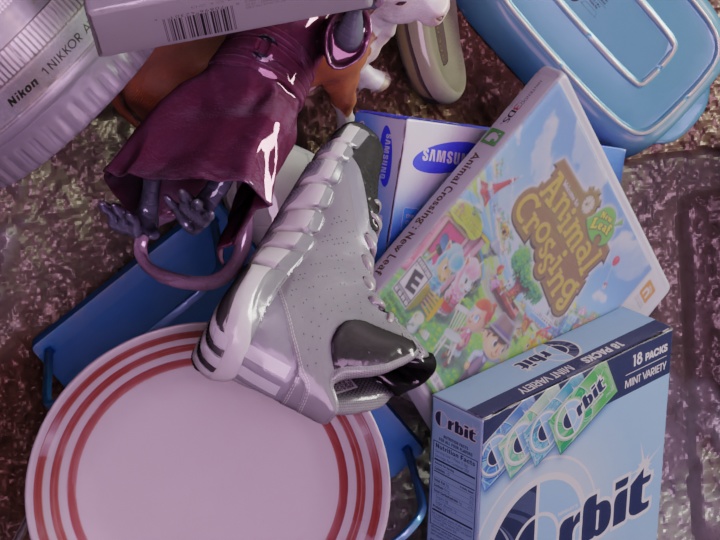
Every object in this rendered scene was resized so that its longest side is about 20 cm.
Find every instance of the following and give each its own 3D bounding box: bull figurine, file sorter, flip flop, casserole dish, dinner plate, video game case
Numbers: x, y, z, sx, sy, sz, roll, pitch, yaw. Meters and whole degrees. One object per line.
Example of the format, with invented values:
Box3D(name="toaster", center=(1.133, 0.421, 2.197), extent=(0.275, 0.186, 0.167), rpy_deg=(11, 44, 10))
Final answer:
Box3D(name="bull figurine", center=(-0.041, -0.118, 1.639), extent=(0.199, 0.065, 0.122), rpy_deg=(-16, 139, 7))
Box3D(name="file sorter", center=(-0.072, 0.090, 1.656), extent=(0.139, 0.123, 0.200), rpy_deg=(-38, 106, 6))
Box3D(name="flip flop", center=(0.045, -0.195, 1.687), extent=(0.057, 0.081, 0.201), rpy_deg=(-3, 105, 25))
Box3D(name="casserole dish", center=(0.144, -0.157, 1.752), extent=(0.121, 0.039, 0.200), rpy_deg=(-46, 107, -7))
Box3D(name="dinner plate", center=(-0.083, 0.120, 1.588), extent=(0.199, 0.024, 0.201), rpy_deg=(-1, 107, -4))
Box3D(name="video game case", center=(0.091, 0.012, 1.680), extent=(0.182, 0.022, 0.200), rpy_deg=(-50, 136, -18))

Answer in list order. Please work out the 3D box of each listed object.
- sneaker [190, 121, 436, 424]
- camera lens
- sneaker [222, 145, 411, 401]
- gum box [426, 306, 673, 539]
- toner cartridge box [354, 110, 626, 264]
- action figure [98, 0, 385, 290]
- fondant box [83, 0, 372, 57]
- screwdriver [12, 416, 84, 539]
Box3D(name="sneaker", center=(-0.004, 0.013, 1.553), extent=(0.115, 0.075, 0.200), rpy_deg=(31, 47, 0))
Box3D(name="camera lens", center=(-0.221, -0.163, 1.573), extent=(0.160, 0.160, 0.200), rpy_deg=(-46, 107, -7))
Box3D(name="sneaker", center=(0.000, 0.000, 1.704), extent=(0.073, 0.085, 0.200), rpy_deg=(-45, 106, -5))
Box3D(name="gum box", center=(0.109, 0.142, 1.712), extent=(0.170, 0.044, 0.201), rpy_deg=(-22, 125, -40))
Box3D(name="toner cartridge box", center=(0.071, -0.036, 1.695), extent=(0.199, 0.043, 0.096), rpy_deg=(4, 96, -47))
Box3D(name="action figure", center=(-0.048, -0.097, 1.537), extent=(0.201, 0.133, 0.149), rpy_deg=(-61, 154, -24))
Box3D(name="fondant box", center=(-0.080, -0.220, 1.472), extent=(0.143, 0.058, 0.201), rpy_deg=(-10, 71, -1))
Box3D(name="screwdriver", center=(-0.190, 0.149, 1.641), extent=(0.029, 0.028, 0.200), rpy_deg=(-14, 145, -50))
